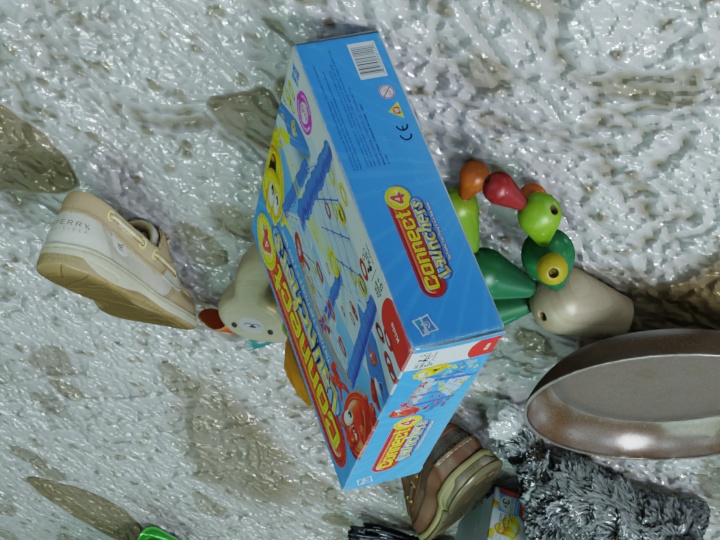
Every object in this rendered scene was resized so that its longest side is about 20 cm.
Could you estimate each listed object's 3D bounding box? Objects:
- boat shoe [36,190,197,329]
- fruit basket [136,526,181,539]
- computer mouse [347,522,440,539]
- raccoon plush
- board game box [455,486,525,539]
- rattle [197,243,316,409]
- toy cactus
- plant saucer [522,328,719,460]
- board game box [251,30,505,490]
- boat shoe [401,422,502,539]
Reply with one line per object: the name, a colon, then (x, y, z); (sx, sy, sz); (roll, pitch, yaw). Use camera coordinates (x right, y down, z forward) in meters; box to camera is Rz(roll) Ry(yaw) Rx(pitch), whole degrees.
boat shoe: (-0.169, -0.005, 0.999); (0.073, 0.070, 0.200); (7, 166, 16)
fruit basket: (-0.235, 0.400, 1.504); (0.155, 0.217, 0.215); (31, 146, -16)
computer mouse: (0.044, 0.320, 1.380); (0.137, 0.053, 0.201); (17, 137, 3)
raccoon plush: (0.194, 0.181, 1.058); (0.133, 0.097, 0.200); (-12, 136, 29)
board game box: (0.185, 0.283, 1.180); (0.198, 0.106, 0.103); (19, 148, -7)
rattle: (-0.062, 0.064, 0.983); (0.199, 0.144, 0.130); (-20, 149, 38)
toy cactus: (0.101, 0.014, 0.870); (0.163, 0.103, 0.200); (17, 140, -14)
plant saucer: (0.210, 0.084, 0.915); (0.198, 0.032, 0.201); (1, 154, 1)
board game box: (0.000, 0.000, 0.798); (0.055, 0.202, 0.196); (-12, 153, -19)
boat shoe: (0.070, 0.177, 1.146); (0.068, 0.072, 0.201); (49, 161, 16)
